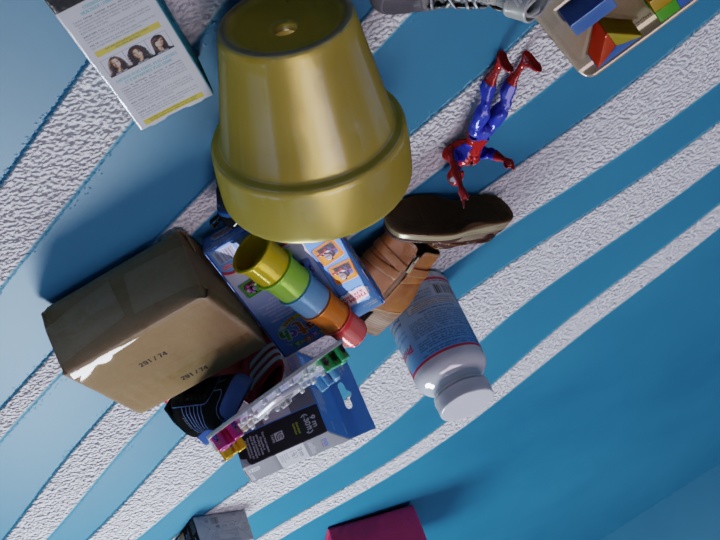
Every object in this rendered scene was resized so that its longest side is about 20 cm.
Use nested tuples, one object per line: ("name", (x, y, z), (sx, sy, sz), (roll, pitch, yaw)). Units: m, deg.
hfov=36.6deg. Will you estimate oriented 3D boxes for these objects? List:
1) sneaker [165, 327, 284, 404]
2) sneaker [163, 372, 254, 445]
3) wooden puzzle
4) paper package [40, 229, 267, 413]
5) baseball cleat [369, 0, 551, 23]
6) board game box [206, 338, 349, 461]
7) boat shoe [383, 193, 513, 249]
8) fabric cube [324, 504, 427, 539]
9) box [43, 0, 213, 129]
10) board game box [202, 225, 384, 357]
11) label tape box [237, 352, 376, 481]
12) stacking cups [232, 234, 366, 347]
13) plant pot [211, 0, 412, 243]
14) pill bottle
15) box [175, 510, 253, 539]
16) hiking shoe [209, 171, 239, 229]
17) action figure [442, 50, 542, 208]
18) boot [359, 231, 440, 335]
("sneaker", (-0.190, 0.156, 1.492), (0.200, 0.116, 0.078), (-37, 147, 19))
("sneaker", (-0.202, 0.170, 1.411), (0.078, 0.070, 0.200), (33, 146, -7))
("wooden puzzle", (0.294, -0.305, 1.206), (0.185, 0.046, 0.200), (-35, 148, 17))
("paper package", (-0.247, 0.069, 1.334), (0.199, 0.104, 0.191), (-30, 151, 7))
("baseball cleat", (0.111, -0.278, 1.056), (0.199, 0.107, 0.070), (-23, 154, 0))
("board game box", (-0.102, 0.170, 1.385), (0.199, 0.026, 0.200), (-35, 172, -12))
("boat shoe", (0.110, -0.054, 1.436), (0.199, 0.072, 0.072), (-10, 146, -35))
("fabric cube", (0.039, 0.650, 2.333), (0.198, 0.201, 0.197), (-12, 148, -18))
("box", (-0.209, -0.215, 0.978), (0.082, 0.049, 0.200), (-26, 149, 1))
("board game box", (-0.080, 0.002, 1.348), (0.151, 0.037, 0.200), (-29, 126, 6))
("label tape box", (-0.097, 0.201, 1.603), (0.199, 0.145, 0.063), (-23, 147, -4))
("stacking cups", (-0.063, 0.026, 1.313), (0.060, 0.061, 0.200), (-37, 128, 20))
("plant pot", (-0.057, -0.160, 1.049), (0.200, 0.201, 0.190), (-20, 134, -9))
("pill bottle", (0.112, 0.109, 1.555), (0.108, 0.201, 0.109), (-18, 148, -11))
("box", (-0.295, 0.532, 2.046), (0.116, 0.060, 0.200), (2, 140, -37))
("hiking shoe", (-0.071, -0.093, 1.240), (0.199, 0.075, 0.087), (-2, 136, -16))
("action figure", (0.156, -0.154, 1.293), (0.065, 0.099, 0.200), (-5, 146, -28))
("boot", (0.000, 0.000, 1.451), (0.199, 0.074, 0.155), (17, 121, -42))
